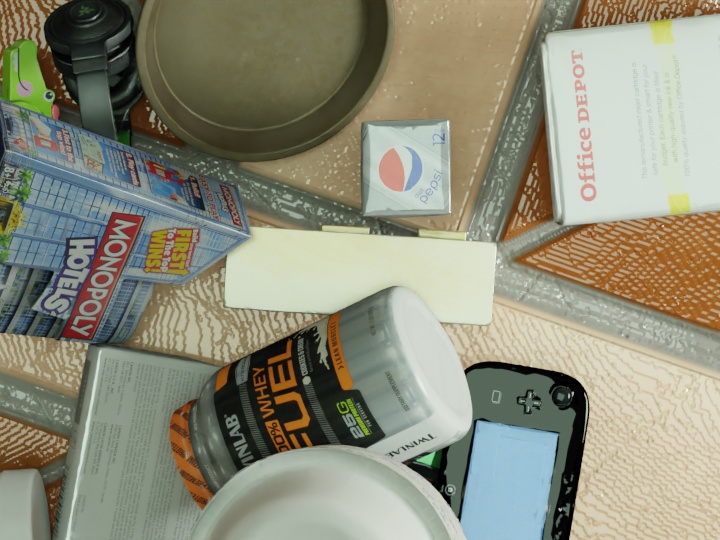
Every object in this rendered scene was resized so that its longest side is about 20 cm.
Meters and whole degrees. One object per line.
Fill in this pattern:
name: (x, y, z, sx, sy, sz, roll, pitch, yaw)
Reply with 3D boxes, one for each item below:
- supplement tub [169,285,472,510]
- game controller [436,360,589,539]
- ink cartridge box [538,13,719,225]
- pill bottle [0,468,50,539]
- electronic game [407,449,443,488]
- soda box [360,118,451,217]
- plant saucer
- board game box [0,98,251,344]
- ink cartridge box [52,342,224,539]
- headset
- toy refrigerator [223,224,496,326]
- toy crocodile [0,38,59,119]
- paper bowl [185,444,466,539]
supplement tub: (-0.030, 0.103, 1.654, 0.200, 0.123, 0.123, -27, 90, 17)
game controller: (0.108, 0.170, 1.706, 0.104, 0.042, 0.201, 10, 87, -11)
ink cartridge box: (0.237, -0.114, 1.711, 0.199, 0.083, 0.146, -5, 90, 1)
pill bottle: (-0.337, 0.201, 1.704, 0.199, 0.120, 0.120, -5, 91, 0)
electronic game: (0.025, 0.212, 1.733, 0.199, 0.042, 0.201, 0, 93, -3)
soda box: (0.032, -0.072, 1.656, 0.063, 0.200, 0.068, -1, 92, 0)
plant saucer: (-0.072, -0.176, 1.700, 0.200, 0.029, 0.201, -8, 119, -15)
board game box: (-0.192, -0.018, 1.662, 0.199, 0.062, 0.200, 7, 130, -23)
ink cartridge box: (-0.124, 0.150, 1.747, 0.200, 0.050, 0.161, 10, 92, -19)
headset: (-0.182, -0.165, 1.703, 0.094, 0.124, 0.200, -9, 71, 0)
toy refrigerator: (0.000, 0.000, 1.720, 0.199, 0.076, 0.070, 4, 91, 1)
toy crocodile: (-0.250, -0.075, 1.727, 0.062, 0.067, 0.201, -1, 93, -18)
paper bowl: (-0.026, 0.219, 1.540, 0.200, 0.104, 0.201, -1, 86, 10)
